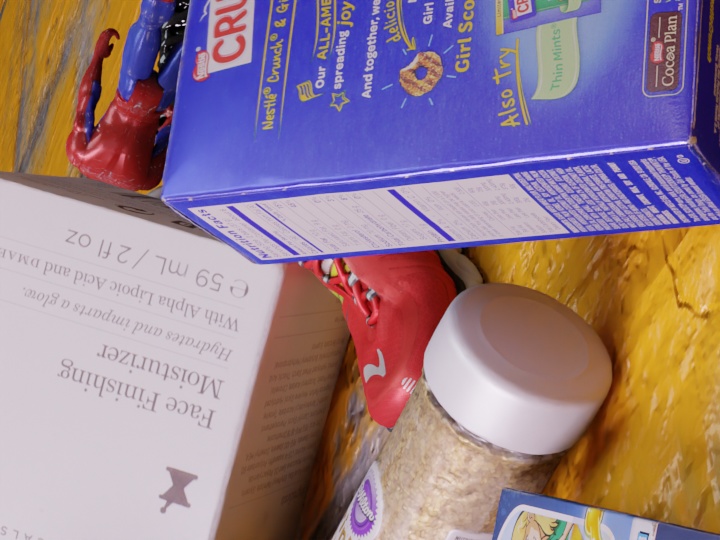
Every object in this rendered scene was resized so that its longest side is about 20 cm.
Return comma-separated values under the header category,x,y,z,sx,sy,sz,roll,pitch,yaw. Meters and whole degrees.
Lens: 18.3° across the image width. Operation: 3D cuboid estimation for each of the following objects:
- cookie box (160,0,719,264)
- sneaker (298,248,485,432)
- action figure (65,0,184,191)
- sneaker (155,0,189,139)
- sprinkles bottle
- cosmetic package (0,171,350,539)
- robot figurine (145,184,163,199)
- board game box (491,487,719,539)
category,x,y,z,sx,sy,sz,roll,pitch,yaw
cookie box,0.040,-0.097,0.802,0.200,0.075,0.171,-4,66,27
sneaker,0.000,0.000,1.009,0.077,0.085,0.200,-55,25,27
action figure,-0.112,-0.121,1.240,0.099,0.065,0.200,-87,23,-54
sneaker,-0.099,-0.123,1.394,0.104,0.060,0.200,-67,-33,-59
sprinkles bottle,0.030,0.098,0.884,0.068,0.068,0.200,-97,26,-50
cosmetic package,-0.114,0.068,1.112,0.165,0.165,0.200,-2,-73,-76
robot figurine,-0.100,0.024,1.282,0.170,0.113,0.200,-37,-10,-38
board game box,0.066,0.179,0.758,0.135,0.034,0.200,176,107,-72
